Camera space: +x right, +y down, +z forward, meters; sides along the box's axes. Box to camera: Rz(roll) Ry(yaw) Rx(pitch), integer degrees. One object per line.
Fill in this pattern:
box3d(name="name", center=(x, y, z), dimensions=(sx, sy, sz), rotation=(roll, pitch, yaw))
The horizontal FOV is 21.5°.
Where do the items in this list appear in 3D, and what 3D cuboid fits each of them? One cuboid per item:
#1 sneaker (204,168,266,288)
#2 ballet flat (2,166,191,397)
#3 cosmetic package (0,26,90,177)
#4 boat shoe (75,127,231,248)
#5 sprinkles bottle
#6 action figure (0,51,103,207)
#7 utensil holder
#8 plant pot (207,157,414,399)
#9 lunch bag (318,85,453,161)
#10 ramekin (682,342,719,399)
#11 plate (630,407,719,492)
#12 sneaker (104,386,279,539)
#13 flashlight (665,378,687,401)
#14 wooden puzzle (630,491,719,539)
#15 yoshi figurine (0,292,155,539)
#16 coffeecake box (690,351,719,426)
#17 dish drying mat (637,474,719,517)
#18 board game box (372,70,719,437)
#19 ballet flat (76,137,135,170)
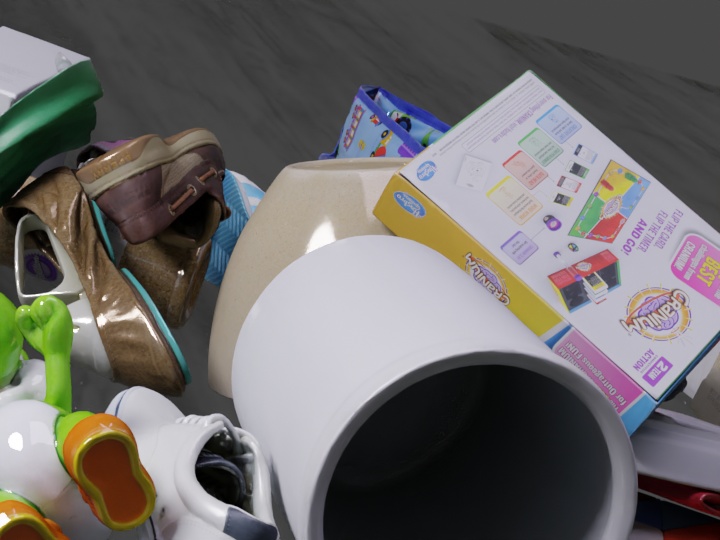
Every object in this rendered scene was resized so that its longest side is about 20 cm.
box3d(name="sneaker", center=(-0.063, -0.009, 1.399), dimensions=(0.080, 0.077, 0.200), rotation=(16, 20, -41))
box3d(name="ballet flat", center=(-0.172, 0.013, 1.168), dimensions=(0.072, 0.068, 0.200), rotation=(-21, 53, -16))
box3d(name="cosmetic package", center=(-0.272, -0.106, 1.402), dimensions=(0.081, 0.113, 0.200), rotation=(19, 17, 4))
box3d(name="boat shoe", center=(-0.122, -0.045, 1.224), dimensions=(0.072, 0.072, 0.200), rotation=(61, 8, 1))
box3d(name="sprinkles bottle", center=(-0.202, -0.023, 1.275), dimensions=(0.199, 0.069, 0.068), rotation=(19, 15, 1))
box3d(name="action figure", center=(-0.254, -0.058, 1.192), dimensions=(0.055, 0.200, 0.118), rotation=(45, -21, 15))
box3d(name="utensil holder", center=(0.027, 0.086, 0.988), dimensions=(0.169, 0.171, 0.200), rotation=(12, 14, -21))
box3d(name="plant pot", center=(0.000, 0.000, 1.187), dimensions=(0.199, 0.135, 0.200), rotation=(-3, 8, 0))
box3d(name="lunch bag", center=(0.015, -0.049, 1.460), dimensions=(0.094, 0.151, 0.200), rotation=(9, 18, -33))
box3d(name="ramekin", center=(0.344, 0.065, 1.537), dimensions=(0.199, 0.106, 0.200), rotation=(17, 15, -5))
box3d(name="plate", center=(0.161, 0.099, 1.184), dimensions=(0.199, 0.033, 0.199), rotation=(14, 2, -21))
box3d(name="sneaker", center=(-0.079, 0.104, 0.949), dimensions=(0.073, 0.071, 0.200), rotation=(30, 12, -30))
box3d(name="flashlight", center=(0.185, 0.052, 1.253), dimensions=(0.067, 0.068, 0.200), rotation=(17, 2, 8))
box3d(name="wooden puzzle", center=(0.149, 0.163, 1.101), dimensions=(0.184, 0.037, 0.200), rotation=(18, 15, 0))
box3d(name="yoshi figurine", center=(-0.177, 0.068, 0.926), dimensions=(0.112, 0.113, 0.200), rotation=(3, 18, -27))
box3d(name="coffeecake box", center=(0.364, 0.125, 1.367), dimensions=(0.199, 0.073, 0.154), rotation=(10, 28, -30))
box3d(name="dish drying mat", center=(0.169, 0.127, 1.196), dimensions=(0.076, 0.018, 0.200), rotation=(15, 1, -35))
box3d(name="board game box", center=(0.127, -0.014, 1.125), dimensions=(0.200, 0.040, 0.153), rotation=(42, 47, 11))
box3d(name="ballet flat", center=(-0.181, -0.058, 1.448), dimensions=(0.071, 0.070, 0.200), rotation=(-6, 19, -16))
